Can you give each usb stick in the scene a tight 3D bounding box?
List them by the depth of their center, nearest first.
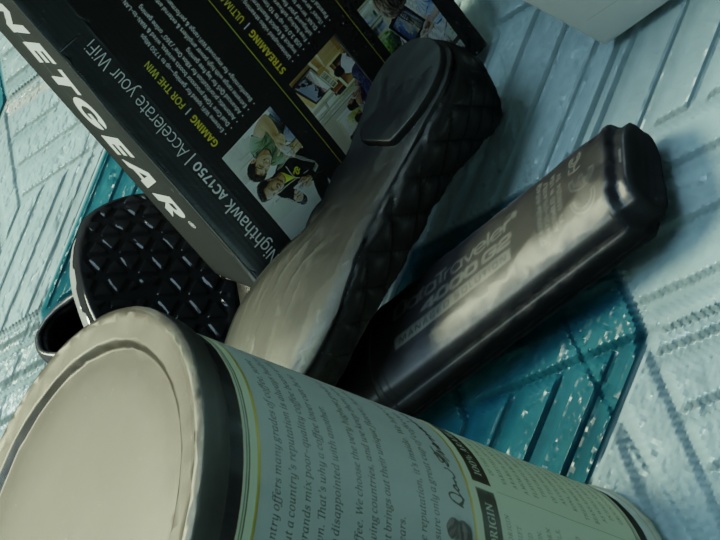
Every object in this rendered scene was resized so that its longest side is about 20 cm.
[{"bbox_3d":[0.043,0.014,0.841,0.200,0.032,0.056,-40,32,37],"label":"usb stick"}]

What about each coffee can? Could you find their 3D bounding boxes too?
[{"bbox_3d":[-0.012,0.113,0.703,0.146,0.199,0.148,-34,44,42],"label":"coffee can"}]

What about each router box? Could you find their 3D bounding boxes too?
[{"bbox_3d":[-0.059,-0.114,0.874,0.149,0.200,0.051,-48,28,-15],"label":"router box"}]

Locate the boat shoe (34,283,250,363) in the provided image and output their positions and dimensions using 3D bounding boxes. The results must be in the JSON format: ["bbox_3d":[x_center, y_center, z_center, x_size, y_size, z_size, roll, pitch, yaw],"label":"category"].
[{"bbox_3d":[-0.080,0.014,0.994,0.199,0.062,0.073,-28,46,44],"label":"boat shoe"}]

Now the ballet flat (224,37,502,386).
[{"bbox_3d":[0.000,0.000,0.864,0.066,0.057,0.201,23,81,51],"label":"ballet flat"}]

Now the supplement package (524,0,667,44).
[{"bbox_3d":[0.057,-0.194,0.787,0.121,0.199,0.121,-34,45,42],"label":"supplement package"}]

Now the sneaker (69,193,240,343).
[{"bbox_3d":[-0.080,0.062,0.926,0.083,0.071,0.201,112,142,-52],"label":"sneaker"}]
